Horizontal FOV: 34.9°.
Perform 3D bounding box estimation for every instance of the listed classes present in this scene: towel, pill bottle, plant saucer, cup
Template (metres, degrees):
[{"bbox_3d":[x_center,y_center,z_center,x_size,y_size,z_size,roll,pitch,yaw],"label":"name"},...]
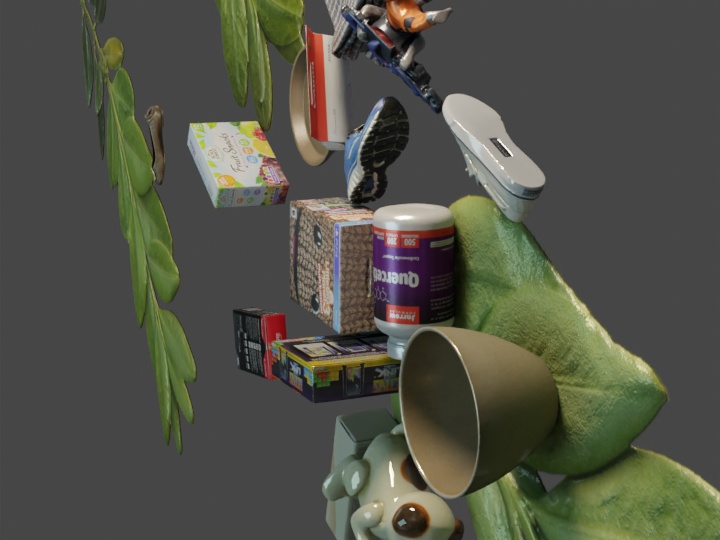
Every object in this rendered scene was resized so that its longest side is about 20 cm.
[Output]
[{"bbox_3d":[0.002,-0.419,1.647,0.201,0.084,0.167,118,140,-52],"label":"towel"},{"bbox_3d":[0.072,0.015,1.557,0.112,0.111,0.203,-159,65,-63],"label":"pill bottle"},{"bbox_3d":[-0.072,-0.276,1.917,0.200,0.029,0.203,174,90,-67],"label":"plant saucer"},{"bbox_3d":[0.152,0.161,1.375,0.200,0.141,0.204,175,90,-66],"label":"cup"}]

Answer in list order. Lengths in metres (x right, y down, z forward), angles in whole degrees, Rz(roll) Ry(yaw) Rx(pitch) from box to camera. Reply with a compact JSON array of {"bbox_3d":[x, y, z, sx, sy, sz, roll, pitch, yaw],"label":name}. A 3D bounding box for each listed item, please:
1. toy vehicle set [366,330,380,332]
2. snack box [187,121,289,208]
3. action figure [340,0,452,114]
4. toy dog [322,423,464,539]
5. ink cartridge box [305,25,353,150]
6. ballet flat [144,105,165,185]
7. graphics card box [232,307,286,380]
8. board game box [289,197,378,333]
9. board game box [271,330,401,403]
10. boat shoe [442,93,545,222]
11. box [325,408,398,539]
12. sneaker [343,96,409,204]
[{"bbox_3d":[0.000,0.000,1.821,0.200,0.026,0.126,-126,38,-48],"label":"toy vehicle set"},{"bbox_3d":[-0.233,-0.202,2.159,0.201,0.140,0.053,-119,33,-41],"label":"snack box"},{"bbox_3d":[0.076,-0.319,1.539,0.201,0.104,0.194,50,156,4],"label":"action figure"},{"bbox_3d":[0.068,0.338,1.652,0.195,0.139,0.200,-51,35,7],"label":"toy dog"},{"bbox_3d":[-0.044,-0.270,1.720,0.200,0.056,0.165,-11,-82,-88],"label":"ink cartridge box"},{"bbox_3d":[-0.521,-0.316,2.901,0.067,0.046,0.203,-146,54,-61],"label":"ballet flat"},{"bbox_3d":[-0.199,0.143,2.276,0.199,0.050,0.128,-177,82,-65],"label":"graphics card box"},{"bbox_3d":[-0.028,-0.012,1.729,0.200,0.096,0.162,-152,60,-62],"label":"board game box"},{"bbox_3d":[-0.010,0.136,1.666,0.165,0.197,0.058,-157,65,-63],"label":"board game box"},{"bbox_3d":[0.153,-0.136,1.398,0.201,0.070,0.070,55,141,37],"label":"boat shoe"},{"bbox_3d":[0.007,0.327,1.805,0.078,0.094,0.203,-134,45,-54],"label":"box"},{"bbox_3d":[0.011,-0.188,1.691,0.090,0.078,0.201,67,151,28],"label":"sneaker"}]
